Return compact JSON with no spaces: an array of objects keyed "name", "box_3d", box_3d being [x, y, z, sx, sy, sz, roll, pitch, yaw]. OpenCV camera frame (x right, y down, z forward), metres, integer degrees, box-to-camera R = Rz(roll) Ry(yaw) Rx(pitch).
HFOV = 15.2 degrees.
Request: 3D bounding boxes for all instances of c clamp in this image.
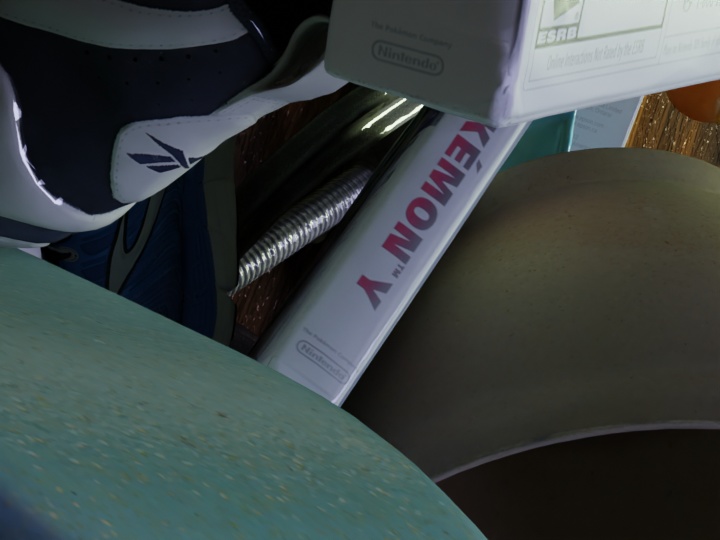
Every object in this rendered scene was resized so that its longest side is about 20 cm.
[{"name":"c clamp","box_3d":[-0.011,-0.024,0.889,0.171,0.027,0.200,-44,174,36]}]

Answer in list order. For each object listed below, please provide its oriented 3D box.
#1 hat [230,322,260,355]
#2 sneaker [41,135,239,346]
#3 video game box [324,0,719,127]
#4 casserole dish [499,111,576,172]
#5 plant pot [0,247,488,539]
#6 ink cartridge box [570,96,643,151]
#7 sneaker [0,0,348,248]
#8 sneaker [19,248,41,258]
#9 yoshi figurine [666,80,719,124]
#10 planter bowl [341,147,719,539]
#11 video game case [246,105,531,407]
[{"name":"hat","box_3d":[0.014,0.072,0.887,0.081,0.201,0.201,-40,178,23]},{"name":"sneaker","box_3d":[-0.078,-0.025,0.713,0.089,0.078,0.201,-10,120,-48]},{"name":"video game box","box_3d":[0.073,-0.131,0.537,0.200,0.047,0.184,-15,120,-57]},{"name":"casserole dish","box_3d":[0.035,-0.020,1.031,0.200,0.039,0.122,145,-38,-76]},{"name":"plant pot","box_3d":[-0.076,0.097,0.462,0.196,0.199,0.197,13,92,-56]},{"name":"ink cartridge box","box_3d":[0.092,-0.086,1.044,0.095,0.037,0.201,-100,-149,-75]},{"name":"sneaker","box_3d":[-0.045,-0.114,0.535,0.079,0.129,0.201,14,66,-56]},{"name":"sneaker","box_3d":[-0.095,-0.016,0.634,0.201,0.072,0.085,84,27,-45]},{"name":"yoshi figurine","box_3d":[0.038,-0.107,0.827,0.112,0.199,0.113,-55,168,-20]},{"name":"planter bowl","box_3d":[0.073,0.052,0.768,0.201,0.199,0.135,83,2,-49]},{"name":"video game case","box_3d":[0.000,0.000,0.729,0.183,0.023,0.200,-56,-178,-29]}]
